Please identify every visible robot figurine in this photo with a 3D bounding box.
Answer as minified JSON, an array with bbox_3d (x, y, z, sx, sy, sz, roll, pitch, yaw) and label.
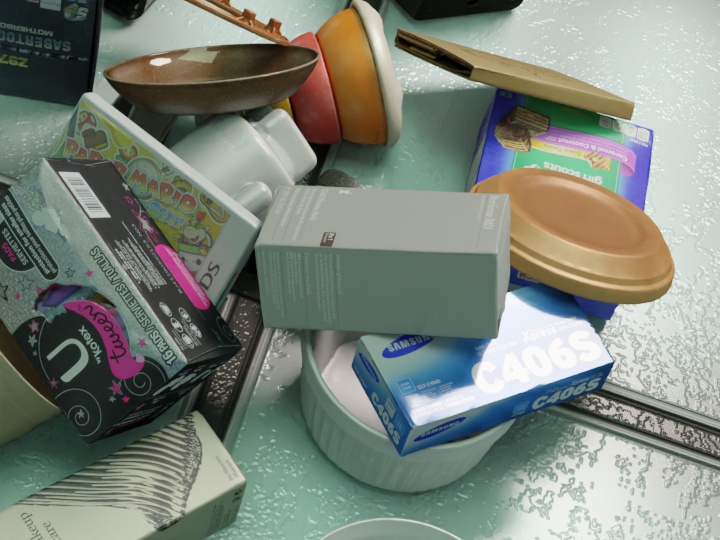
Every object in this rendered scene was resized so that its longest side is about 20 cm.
[{"bbox_3d":[-0.136,-0.064,1.440,0.200,0.169,0.113,-40,112,-11],"label":"robot figurine"}]

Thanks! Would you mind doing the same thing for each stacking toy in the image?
[{"bbox_3d":[-0.066,-0.172,1.567,0.198,0.147,0.147,-14,57,-6],"label":"stacking toy"}]

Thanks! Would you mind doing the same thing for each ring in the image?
[{"bbox_3d":[-0.153,-0.261,1.495,0.199,0.019,0.201,26,10,-5],"label":"ring"}]

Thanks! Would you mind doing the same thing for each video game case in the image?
[{"bbox_3d":[-0.201,-0.021,1.378,0.199,0.183,0.023,37,19,15],"label":"video game case"}]

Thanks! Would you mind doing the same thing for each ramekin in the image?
[{"bbox_3d":[0.040,0.095,1.390,0.198,0.105,0.202,7,52,-9],"label":"ramekin"}]

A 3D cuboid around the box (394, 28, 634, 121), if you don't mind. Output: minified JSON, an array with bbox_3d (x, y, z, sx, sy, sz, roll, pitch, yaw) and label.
[{"bbox_3d":[0.153,-0.195,1.605,0.198,0.022,0.163,10,14,-30],"label":"box"}]

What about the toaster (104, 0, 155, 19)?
[{"bbox_3d":[-0.253,-0.370,1.617,0.199,0.182,0.119,29,50,9],"label":"toaster"}]

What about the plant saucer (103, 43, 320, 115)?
[{"bbox_3d":[-0.134,-0.173,1.465,0.198,0.037,0.201,-4,18,1],"label":"plant saucer"}]

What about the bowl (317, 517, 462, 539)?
[{"bbox_3d":[0.024,0.301,1.238,0.199,0.091,0.203,8,51,-10],"label":"bowl"}]

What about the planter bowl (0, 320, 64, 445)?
[{"bbox_3d":[-0.343,0.068,1.269,0.134,0.200,0.201,-36,65,-3],"label":"planter bowl"}]

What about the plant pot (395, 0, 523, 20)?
[{"bbox_3d":[0.108,-0.384,1.728,0.198,0.200,0.179,-11,68,-22],"label":"plant pot"}]

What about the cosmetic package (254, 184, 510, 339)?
[{"bbox_3d":[0.022,-0.008,1.313,0.197,0.091,0.107,-1,30,10],"label":"cosmetic package"}]

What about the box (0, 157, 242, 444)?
[{"bbox_3d":[-0.213,0.022,1.300,0.201,0.114,0.132,53,14,8],"label":"box"}]

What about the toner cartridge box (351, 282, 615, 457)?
[{"bbox_3d":[0.102,0.077,1.325,0.198,0.043,0.095,-16,57,-25],"label":"toner cartridge box"}]

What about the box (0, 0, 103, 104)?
[{"bbox_3d":[-0.342,-0.238,1.507,0.198,0.158,0.051,9,52,-9],"label":"box"}]

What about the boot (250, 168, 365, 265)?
[{"bbox_3d":[0.000,0.000,1.486,0.199,0.068,0.131,31,56,19],"label":"boot"}]

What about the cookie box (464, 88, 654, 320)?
[{"bbox_3d":[0.189,-0.069,1.572,0.169,0.076,0.201,17,51,-1],"label":"cookie box"}]

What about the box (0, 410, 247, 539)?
[{"bbox_3d":[-0.193,0.197,1.273,0.199,0.069,0.082,-27,65,-31],"label":"box"}]

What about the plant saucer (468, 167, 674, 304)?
[{"bbox_3d":[0.188,-0.038,1.425,0.198,0.038,0.201,16,26,-8],"label":"plant saucer"}]

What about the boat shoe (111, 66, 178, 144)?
[{"bbox_3d":[-0.228,-0.110,1.515,0.067,0.057,0.201,45,52,-23],"label":"boat shoe"}]
